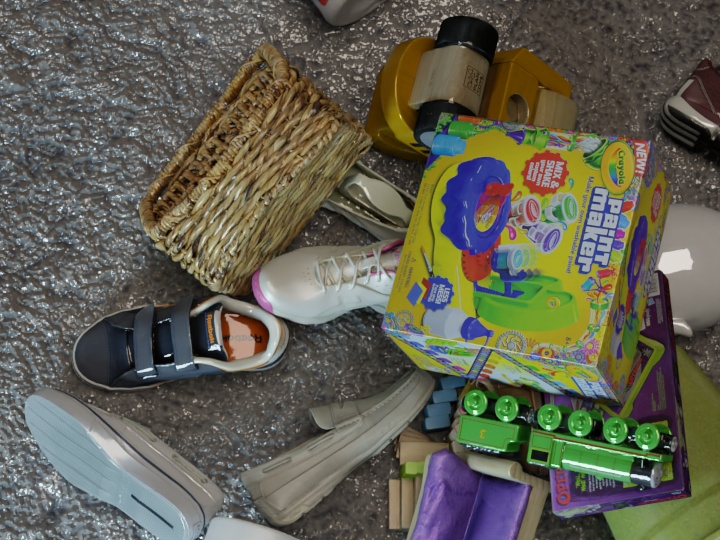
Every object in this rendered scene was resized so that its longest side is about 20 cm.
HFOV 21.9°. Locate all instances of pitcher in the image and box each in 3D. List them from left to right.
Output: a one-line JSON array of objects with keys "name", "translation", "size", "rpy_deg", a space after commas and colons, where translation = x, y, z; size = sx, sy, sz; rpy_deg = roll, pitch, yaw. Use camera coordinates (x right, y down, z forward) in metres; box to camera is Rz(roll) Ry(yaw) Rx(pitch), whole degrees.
[{"name": "pitcher", "translation": [0.258, 0.024, 1.712], "size": [0.199, 0.122, 0.172], "rpy_deg": [-8, 55, -4]}]

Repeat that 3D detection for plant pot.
[{"name": "plant pot", "translation": [0.281, 0.175, 1.655], "size": [0.200, 0.201, 0.185], "rpy_deg": [-26, 67, -13]}]

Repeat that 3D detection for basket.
[{"name": "basket", "translation": [-0.113, -0.097, 1.662], "size": [0.149, 0.143, 0.200], "rpy_deg": [42, 98, 13]}]

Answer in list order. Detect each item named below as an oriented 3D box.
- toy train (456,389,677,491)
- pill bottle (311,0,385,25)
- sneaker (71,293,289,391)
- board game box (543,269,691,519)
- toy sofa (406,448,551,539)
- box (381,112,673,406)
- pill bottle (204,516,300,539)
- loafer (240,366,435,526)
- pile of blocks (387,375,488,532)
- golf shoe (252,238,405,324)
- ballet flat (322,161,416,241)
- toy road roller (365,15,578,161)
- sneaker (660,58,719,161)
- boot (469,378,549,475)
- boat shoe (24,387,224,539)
[{"name": "toy train", "translation": [0.172, 0.142, 1.571], "size": [0.199, 0.042, 0.057], "rpy_deg": [10, 89, 30]}, {"name": "pill bottle", "translation": [-0.043, -0.347, 1.793], "size": [0.114, 0.114, 0.200], "rpy_deg": [-35, 81, -15]}, {"name": "sneaker", "translation": [-0.163, 0.062, 1.679], "size": [0.199, 0.079, 0.079], "rpy_deg": [-7, 79, -8]}, {"name": "board game box", "translation": [0.217, 0.106, 1.602], "size": [0.119, 0.032, 0.201], "rpy_deg": [-11, 64, 20]}, {"name": "toy sofa", "translation": [0.091, 0.260, 1.616], "size": [0.097, 0.083, 0.201], "rpy_deg": [23, 81, -30]}, {"name": "box", "translation": [0.146, -0.010, 1.588], "size": [0.192, 0.122, 0.201], "rpy_deg": [9, 74, 22]}, {"name": "pill bottle", "translation": [-0.114, 0.321, 1.591], "size": [0.114, 0.114, 0.201], "rpy_deg": [18, 72, -1]}, {"name": "loafer", "translation": [-0.019, 0.148, 1.676], "size": [0.200, 0.070, 0.070], "rpy_deg": [-39, 90, -15]}, {"name": "pile of blocks", "translation": [0.081, 0.147, 1.692], "size": [0.082, 0.062, 0.201], "rpy_deg": [26, 72, 1]}, {"name": "golf shoe", "translation": [0.000, 0.000, 1.685], "size": [0.199, 0.092, 0.076], "rpy_deg": [-4, 68, -28]}, {"name": "ballet flat", "translation": [-0.017, -0.086, 1.746], "size": [0.199, 0.069, 0.070], "rpy_deg": [31, 73, 3]}, {"name": "toy road roller", "translation": [0.097, -0.147, 1.766], "size": [0.200, 0.146, 0.124], "rpy_deg": [29, 67, -38]}, {"name": "sneaker", "translation": [0.402, -0.144, 1.811], "size": [0.199, 0.076, 0.116], "rpy_deg": [32, 70, 4]}, {"name": "boot", "translation": [0.124, 0.094, 1.663], "size": [0.075, 0.074, 0.201], "rpy_deg": [-13, 67, 0]}, {"name": "boat shoe", "translation": [-0.210, 0.169, 1.654], "size": [0.200, 0.074, 0.067], "rpy_deg": [39, 39, 14]}]
